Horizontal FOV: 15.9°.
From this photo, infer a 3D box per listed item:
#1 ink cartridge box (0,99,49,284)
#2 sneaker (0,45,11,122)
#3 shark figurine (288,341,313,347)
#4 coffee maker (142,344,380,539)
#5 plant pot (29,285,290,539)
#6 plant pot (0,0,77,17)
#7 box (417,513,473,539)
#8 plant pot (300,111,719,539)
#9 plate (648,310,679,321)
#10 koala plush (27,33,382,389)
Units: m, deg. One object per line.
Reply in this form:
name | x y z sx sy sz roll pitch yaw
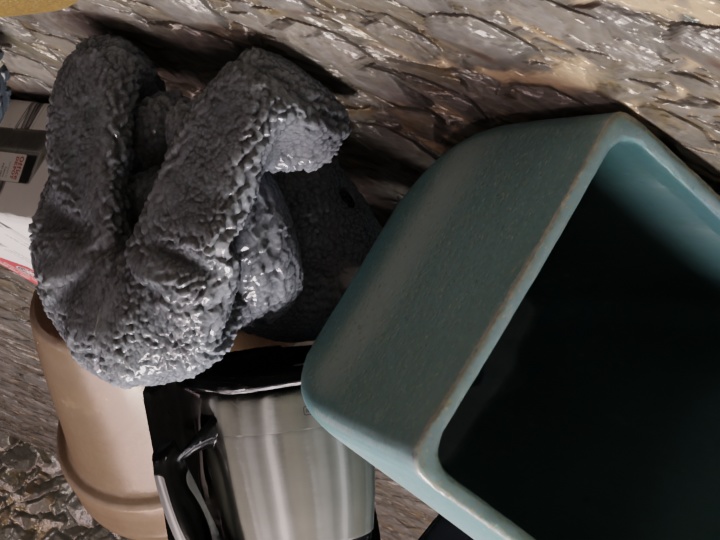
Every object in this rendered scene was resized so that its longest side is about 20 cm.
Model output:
ink cartridge box | -0.178 -0.042 1.629 0.200 0.083 0.147 10 163 46
sneaker | -0.283 -0.143 1.458 0.200 0.078 0.086 39 172 -31
shark figurine | 0.029 0.042 1.471 0.214 0.090 0.128 5 127 22
coffee maker | -0.044 0.146 1.438 0.134 0.201 0.192 -7 -176 -6
plant pot | -0.151 0.065 1.863 0.200 0.200 0.175 13 145 36
plant pot | -0.195 -0.168 0.988 0.199 0.187 0.186 14 174 -33
box | 0.134 0.196 1.533 0.200 0.197 0.117 38 160 8
plant pot | 0.084 0.047 1.291 0.196 0.196 0.200 38 166 -30
plate | 0.196 0.063 1.421 0.200 0.026 0.200 28 152 17
koala plush | -0.061 -0.014 1.402 0.177 0.184 0.200 11 175 40
